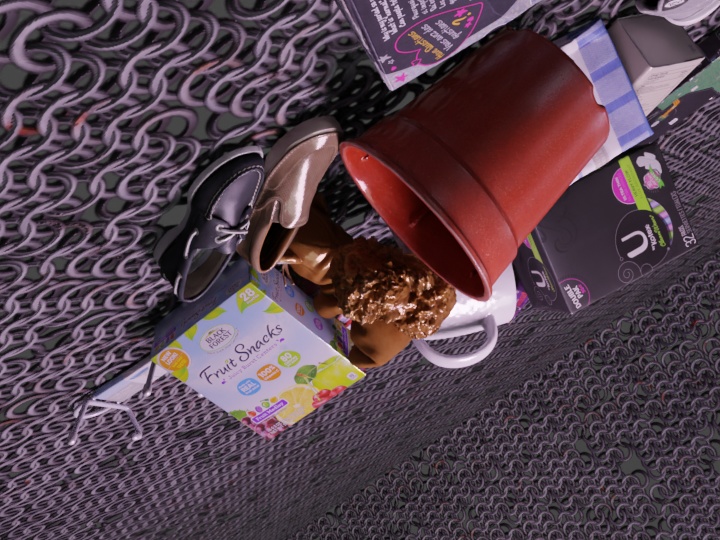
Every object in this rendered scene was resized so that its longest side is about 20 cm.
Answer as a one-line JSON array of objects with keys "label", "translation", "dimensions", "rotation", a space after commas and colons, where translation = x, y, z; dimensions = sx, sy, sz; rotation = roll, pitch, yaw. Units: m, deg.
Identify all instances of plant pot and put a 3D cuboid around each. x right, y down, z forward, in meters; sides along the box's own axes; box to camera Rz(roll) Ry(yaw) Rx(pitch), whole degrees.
[{"label": "plant pot", "translation": [0.117, -0.110, 0.907], "dimensions": [0.195, 0.201, 0.201], "rotation": [-44, 163, -7]}]

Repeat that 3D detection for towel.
[{"label": "towel", "translation": [0.200, -0.158, 1.014], "dimensions": [0.199, 0.148, 0.024], "rotation": [-30, -165, -2]}]

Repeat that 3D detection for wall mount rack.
[{"label": "wall mount rack", "translation": [-0.286, 0.160, 1.214], "dimensions": [0.199, 0.075, 0.174], "rotation": [-33, 162, 10]}]

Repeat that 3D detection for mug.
[{"label": "mug", "translation": [0.113, 0.042, 1.309], "dimensions": [0.174, 0.201, 0.148], "rotation": [-14, 147, -12]}]

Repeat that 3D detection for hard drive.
[{"label": "hard drive", "translation": [0.414, -0.230, 1.293], "dimensions": [0.200, 0.038, 0.139], "rotation": [-37, 161, 25]}]

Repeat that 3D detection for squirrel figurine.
[{"label": "squirrel figurine", "translation": [0.000, 0.000, 1.042], "dimensions": [0.142, 0.187, 0.200], "rotation": [-53, -161, -15]}]

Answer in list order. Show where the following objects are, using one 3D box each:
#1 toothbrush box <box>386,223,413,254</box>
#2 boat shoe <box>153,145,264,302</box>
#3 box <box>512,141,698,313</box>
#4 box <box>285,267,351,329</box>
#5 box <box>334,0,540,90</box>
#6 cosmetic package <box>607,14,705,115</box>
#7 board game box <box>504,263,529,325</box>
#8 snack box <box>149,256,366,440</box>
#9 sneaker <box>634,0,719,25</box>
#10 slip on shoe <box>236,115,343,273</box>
[{"label": "toothbrush box", "translation": [0.121, -0.104, 1.108], "dimensions": [0.199, 0.086, 0.147], "rotation": [-29, 163, -2]}, {"label": "boat shoe", "translation": [-0.137, -0.041, 0.923], "dimensions": [0.075, 0.061, 0.200], "rotation": [-15, 157, -37]}, {"label": "box", "translation": [0.299, -0.054, 1.236], "dimensions": [0.199, 0.150, 0.124], "rotation": [-26, -174, -11]}, {"label": "box", "translation": [-0.080, 0.071, 1.251], "dimensions": [0.200, 0.096, 0.099], "rotation": [-40, 158, 28]}, {"label": "box", "translation": [0.003, -0.212, 0.453], "dimensions": [0.114, 0.201, 0.132], "rotation": [-28, 162, 5]}, {"label": "cosmetic package", "translation": [0.288, -0.203, 1.117], "dimensions": [0.103, 0.073, 0.200], "rotation": [-16, 158, -35]}, {"label": "board game box", "translation": [0.244, -0.033, 1.377], "dimensions": [0.120, 0.032, 0.201], "rotation": [96, 14, -66]}, {"label": "snack box", "translation": [-0.119, 0.094, 1.137], "dimensions": [0.168, 0.068, 0.200], "rotation": [-36, 121, 22]}, {"label": "sneaker", "translation": [0.345, -0.310, 0.920], "dimensions": [0.115, 0.075, 0.200], "rotation": [-11, 155, -39]}, {"label": "slip on shoe", "translation": [-0.070, -0.071, 0.943], "dimensions": [0.076, 0.061, 0.200], "rotation": [-10, 154, -45]}]
